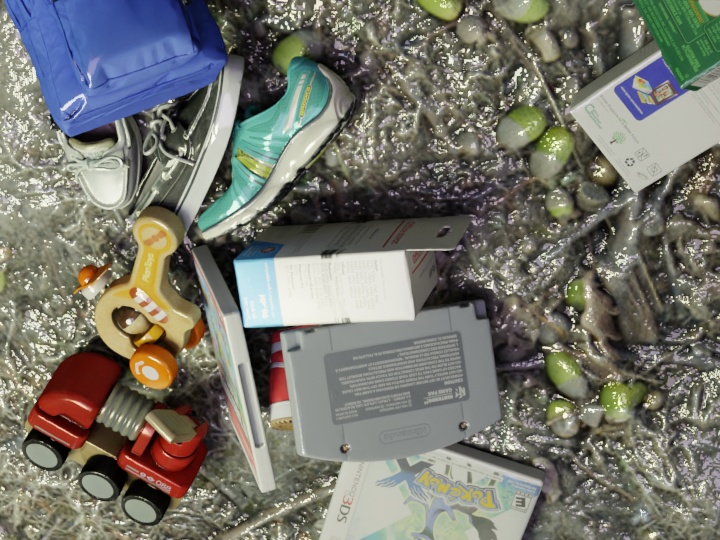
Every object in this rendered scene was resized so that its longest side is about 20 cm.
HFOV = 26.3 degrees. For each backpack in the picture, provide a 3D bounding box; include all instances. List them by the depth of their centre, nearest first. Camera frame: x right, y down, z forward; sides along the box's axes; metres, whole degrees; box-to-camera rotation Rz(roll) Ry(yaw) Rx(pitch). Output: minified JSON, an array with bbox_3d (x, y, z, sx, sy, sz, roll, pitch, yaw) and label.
[{"bbox_3d":[-0.205,-0.236,1.249,0.162,0.168,0.201,-21,90,-16],"label":"backpack"}]

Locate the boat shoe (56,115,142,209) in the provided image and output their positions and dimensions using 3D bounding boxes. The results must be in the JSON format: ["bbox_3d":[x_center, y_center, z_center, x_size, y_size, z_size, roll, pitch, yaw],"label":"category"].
[{"bbox_3d":[-0.246,-0.141,1.396,0.074,0.065,0.203,4,121,10],"label":"boat shoe"}]

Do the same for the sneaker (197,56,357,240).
[{"bbox_3d":[-0.084,-0.107,1.386,0.080,0.078,0.200,43,113,2],"label":"sneaker"}]

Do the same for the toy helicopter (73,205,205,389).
[{"bbox_3d":[-0.210,0.011,1.458,0.132,0.079,0.200,25,135,6],"label":"toy helicopter"}]

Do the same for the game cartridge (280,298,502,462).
[{"bbox_3d":[0.030,0.106,1.421,0.199,0.040,0.134,-8,89,-17],"label":"game cartridge"}]

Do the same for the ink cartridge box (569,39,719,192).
[{"bbox_3d":[0.283,-0.156,1.282,0.200,0.039,0.100,-32,109,29],"label":"ink cartridge box"}]

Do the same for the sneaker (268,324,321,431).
[{"bbox_3d":[0.005,0.095,1.480,0.199,0.113,0.071,2,162,-25],"label":"sneaker"}]

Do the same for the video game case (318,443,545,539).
[{"bbox_3d":[0.069,0.249,1.586,0.199,0.022,0.183,17,123,2],"label":"video game case"}]

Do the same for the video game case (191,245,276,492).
[{"bbox_3d":[-0.121,0.093,1.470,0.017,0.143,0.201,-15,120,-11],"label":"video game case"}]

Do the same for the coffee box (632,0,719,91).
[{"bbox_3d":[0.309,-0.240,1.188,0.200,0.044,0.123,-34,73,27],"label":"coffee box"}]

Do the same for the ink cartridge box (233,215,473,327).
[{"bbox_3d":[0.000,0.000,1.389,0.199,0.116,0.068,-3,106,15],"label":"ink cartridge box"}]

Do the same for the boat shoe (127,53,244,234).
[{"bbox_3d":[-0.160,-0.116,1.387,0.068,0.074,0.200,17,134,-15],"label":"boat shoe"}]

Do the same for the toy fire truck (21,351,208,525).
[{"bbox_3d":[-0.229,0.149,1.507,0.176,0.129,0.200,31,134,-5],"label":"toy fire truck"}]
